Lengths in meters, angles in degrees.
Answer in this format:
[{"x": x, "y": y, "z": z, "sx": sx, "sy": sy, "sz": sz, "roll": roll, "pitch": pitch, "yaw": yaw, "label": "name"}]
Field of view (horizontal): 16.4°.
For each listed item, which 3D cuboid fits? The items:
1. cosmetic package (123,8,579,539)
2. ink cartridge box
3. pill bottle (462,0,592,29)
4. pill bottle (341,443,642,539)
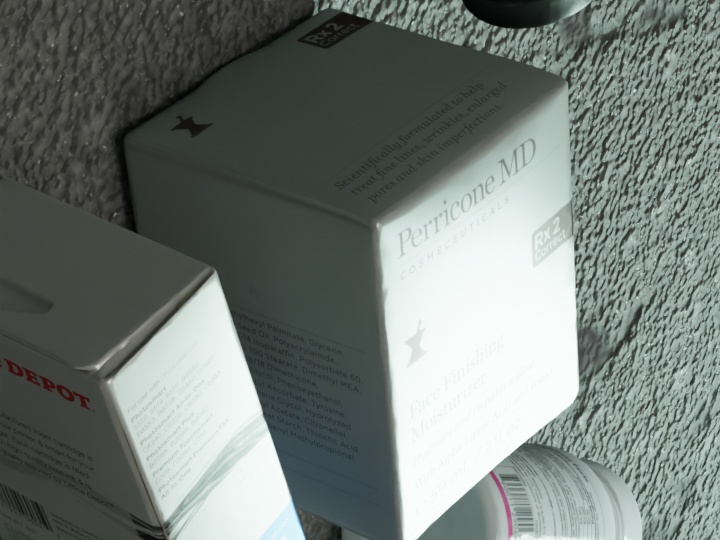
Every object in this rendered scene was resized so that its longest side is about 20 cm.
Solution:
[{"x": 0.000, "y": 0.000, "z": 1.288, "sx": 0.165, "sy": 0.165, "sz": 0.200, "roll": -38, "pitch": 135, "yaw": -39, "label": "cosmetic package"}, {"x": -0.120, "y": 0.071, "z": 1.176, "sx": 0.084, "sy": 0.146, "sz": 0.200, "roll": -45, "pitch": 140, "yaw": -30, "label": "ink cartridge box"}, {"x": 0.073, "y": -0.229, "z": 1.316, "sx": 0.112, "sy": 0.112, "sz": 0.200, "roll": -49, "pitch": 142, "yaw": -27, "label": "pill bottle"}, {"x": 0.087, "y": 0.162, "z": 1.545, "sx": 0.200, "sy": 0.113, "sz": 0.113, "roll": 9, "pitch": 100, "yaw": -55, "label": "pill bottle"}]
